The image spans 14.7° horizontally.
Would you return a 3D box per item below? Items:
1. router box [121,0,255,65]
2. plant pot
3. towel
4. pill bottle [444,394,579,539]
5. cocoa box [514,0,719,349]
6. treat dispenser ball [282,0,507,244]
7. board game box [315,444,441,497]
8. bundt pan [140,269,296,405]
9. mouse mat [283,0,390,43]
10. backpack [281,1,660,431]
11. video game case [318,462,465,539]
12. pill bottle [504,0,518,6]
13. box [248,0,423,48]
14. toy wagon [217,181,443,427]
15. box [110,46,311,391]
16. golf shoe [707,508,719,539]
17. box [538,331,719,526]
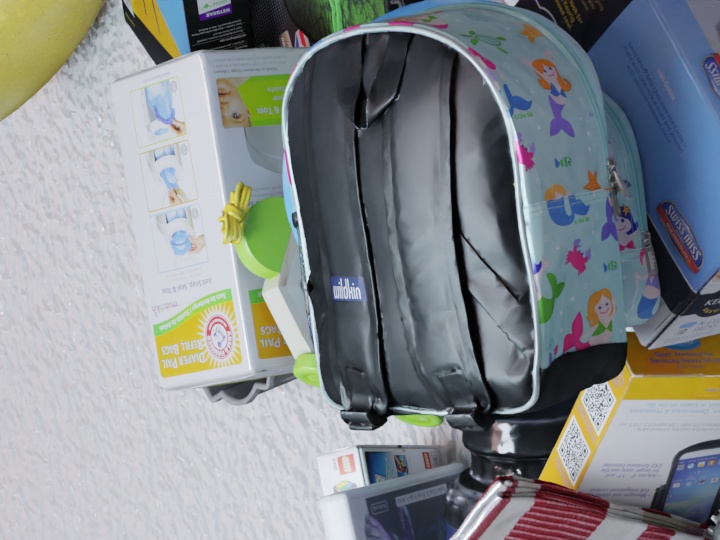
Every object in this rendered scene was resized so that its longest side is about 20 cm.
[{"bbox_3d":[-0.123,-0.203,1.885,0.200,0.051,0.149,-126,25,-57],"label":"router box"},{"bbox_3d":[-0.268,-0.222,2.070,0.142,0.200,0.200,-23,79,30],"label":"plant pot"},{"bbox_3d":[0.116,0.182,1.547,0.144,0.200,0.023,-54,38,27],"label":"towel"},{"bbox_3d":[0.107,0.176,1.659,0.112,0.112,0.200,12,108,55],"label":"pill bottle"},{"bbox_3d":[0.183,-0.084,1.452,0.131,0.133,0.200,-52,56,48],"label":"cocoa box"},{"bbox_3d":[0.056,-0.055,1.591,0.201,0.201,0.201,21,116,52],"label":"treat dispenser ball"},{"bbox_3d":[0.030,0.211,1.763,0.035,0.126,0.200,-15,80,23],"label":"board game box"},{"bbox_3d":[-0.072,-0.013,1.906,0.202,0.076,0.202,22,117,52],"label":"bundt pan"},{"bbox_3d":[-0.021,-0.208,1.701,0.161,0.008,0.200,47,149,49],"label":"mouse mat"},{"bbox_3d":[0.052,-0.035,1.399,0.177,0.150,0.200,-2,106,46],"label":"backpack"},{"bbox_3d":[0.042,0.216,1.711,0.023,0.200,0.182,-14,86,22],"label":"video game case"},{"bbox_3d":[0.077,-0.240,1.586,0.200,0.114,0.114,50,136,37],"label":"pill bottle"},{"bbox_3d":[-0.033,-0.210,1.821,0.160,0.044,0.200,-27,76,57],"label":"box"},{"bbox_3d":[0.000,0.000,1.688,0.040,0.200,0.155,-27,45,60],"label":"toy wagon"},{"bbox_3d":[-0.070,-0.032,1.740,0.101,0.112,0.200,-12,85,50],"label":"box"},{"bbox_3d":[0.227,0.171,1.495,0.094,0.078,0.200,35,106,32],"label":"golf shoe"},{"bbox_3d":[0.161,0.117,1.549,0.042,0.119,0.200,-112,34,-41],"label":"box"}]
